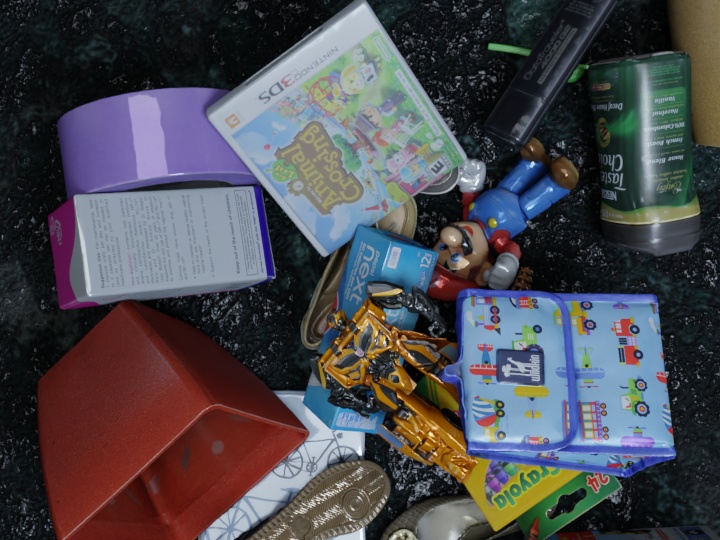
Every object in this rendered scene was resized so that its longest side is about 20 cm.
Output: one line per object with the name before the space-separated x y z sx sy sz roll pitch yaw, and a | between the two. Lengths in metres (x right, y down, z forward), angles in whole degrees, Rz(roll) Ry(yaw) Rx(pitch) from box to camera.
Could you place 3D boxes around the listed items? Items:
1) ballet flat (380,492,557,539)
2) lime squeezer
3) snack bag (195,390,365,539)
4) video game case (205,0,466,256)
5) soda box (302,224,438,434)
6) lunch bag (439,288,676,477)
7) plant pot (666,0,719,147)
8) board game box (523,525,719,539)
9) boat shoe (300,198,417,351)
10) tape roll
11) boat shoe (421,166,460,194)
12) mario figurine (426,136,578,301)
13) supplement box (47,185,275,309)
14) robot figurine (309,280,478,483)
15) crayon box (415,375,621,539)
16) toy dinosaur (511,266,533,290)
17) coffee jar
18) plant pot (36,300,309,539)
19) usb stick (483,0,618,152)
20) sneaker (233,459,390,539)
ballet flat | 0.114 0.268 1.002 0.199 0.046 0.068 -18 85 4
lime squeezer | 0.230 -0.196 1.026 0.200 0.038 0.071 48 124 5
snack bag | -0.087 0.225 1.035 0.187 0.021 0.201 0 84 4
video game case | -0.018 -0.131 0.921 0.182 0.022 0.200 -34 124 8
soda box | 0.008 0.061 0.968 0.064 0.068 0.201 12 100 -34
lunch bag | 0.167 0.098 0.857 0.199 0.094 0.151 6 66 -12
plant pot | 0.393 -0.227 0.951 0.185 0.186 0.201 2 103 5
board game box | 0.265 0.302 0.911 0.195 0.200 0.056 -5 89 5
boat shoe | 0.000 0.000 1.016 0.073 0.063 0.201 27 90 6
tape roll | -0.203 -0.119 0.971 0.199 0.200 0.086 -9 86 4
boat shoe | 0.016 -0.147 1.003 0.200 0.057 0.067 37 93 20
mario figurine | 0.131 -0.054 0.981 0.106 0.123 0.200 44 87 -15
supplement box | -0.203 -0.024 0.966 0.199 0.101 0.104 -8 86 -34
robot figurine | 0.049 0.103 0.896 0.200 0.058 0.145 37 106 -4
crayon box | 0.149 0.166 0.945 0.127 0.051 0.200 -45 68 28
toy dinosaur | 0.181 0.105 0.986 0.135 0.102 0.201 -5 109 21
coffee jar | 0.287 -0.116 0.960 0.085 0.104 0.201 -10 100 -14
plant pot | -0.208 0.149 0.957 0.200 0.200 0.176 -42 62 7
usb stick | 0.199 -0.215 0.991 0.055 0.033 0.201 31 86 34
sneaker | -0.063 0.272 0.991 0.200 0.109 0.070 -30 79 -30
